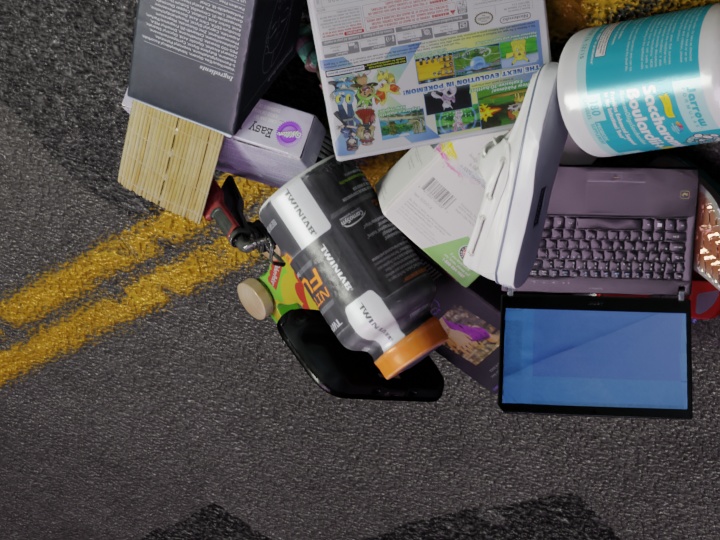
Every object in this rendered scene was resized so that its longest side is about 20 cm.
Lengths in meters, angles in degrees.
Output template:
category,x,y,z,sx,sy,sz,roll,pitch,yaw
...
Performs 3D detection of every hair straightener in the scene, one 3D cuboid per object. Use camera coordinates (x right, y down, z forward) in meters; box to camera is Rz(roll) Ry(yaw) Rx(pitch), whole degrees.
category,x,y,z,sx,sy,sz,roll,pitch,yaw
hair straightener,-0.110,-0.051,1.757,0.076,0.041,0.200,21,-170,-28

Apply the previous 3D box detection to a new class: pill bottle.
category,x,y,z,sx,sy,sz,roll,pitch,yaw
pill bottle,0.269,-0.158,1.463,0.199,0.111,0.111,-6,135,39
pill bottle,0.000,0.000,1.656,0.201,0.106,0.106,56,145,6

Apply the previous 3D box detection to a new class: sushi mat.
category,x,y,z,sx,sy,sz,roll,pitch,yaw
sushi mat,-0.179,-0.115,1.690,0.095,0.012,0.200,27,149,1

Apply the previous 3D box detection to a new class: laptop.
category,x,y,z,sx,sy,sz,roll,pitch,yaw
laptop,0.210,0.017,1.585,0.175,0.104,0.202,1,117,5

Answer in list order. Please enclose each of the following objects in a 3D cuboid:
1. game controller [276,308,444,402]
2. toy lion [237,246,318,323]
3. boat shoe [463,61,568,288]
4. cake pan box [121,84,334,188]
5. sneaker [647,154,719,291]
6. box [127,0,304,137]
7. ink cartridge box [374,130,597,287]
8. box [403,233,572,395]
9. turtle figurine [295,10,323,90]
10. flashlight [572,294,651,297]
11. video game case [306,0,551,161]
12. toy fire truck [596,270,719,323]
category,x,y,z,sx,sy,sz,roll,pitch,yaw
game controller,0.004,0.084,1.722,0.042,0.105,0.199,-43,152,27
toy lion,-0.040,0.032,1.895,0.192,0.068,0.201,48,151,17
boat shoe,0.131,-0.086,1.540,0.065,0.073,0.202,19,105,22
cake pan box,-0.115,-0.130,1.746,0.198,0.053,0.184,17,174,15
sneaker,0.340,-0.032,1.630,0.200,0.080,0.071,48,131,4
box,-0.113,-0.246,1.523,0.106,0.149,0.201,20,130,8
ink cartridge box,0.123,-0.099,1.630,0.117,0.067,0.200,41,106,-21
box,0.106,0.008,1.778,0.199,0.123,0.106,36,138,-17
turtle figurine,-0.002,-0.192,1.615,0.148,0.101,0.201,7,148,25
flashlight,0.205,-0.016,1.741,0.067,0.068,0.200,-34,117,21
video game case,0.062,-0.191,1.518,0.198,0.022,0.184,-11,125,0
toy fire truck,0.248,0.045,1.694,0.198,0.143,0.049,4,-173,0
